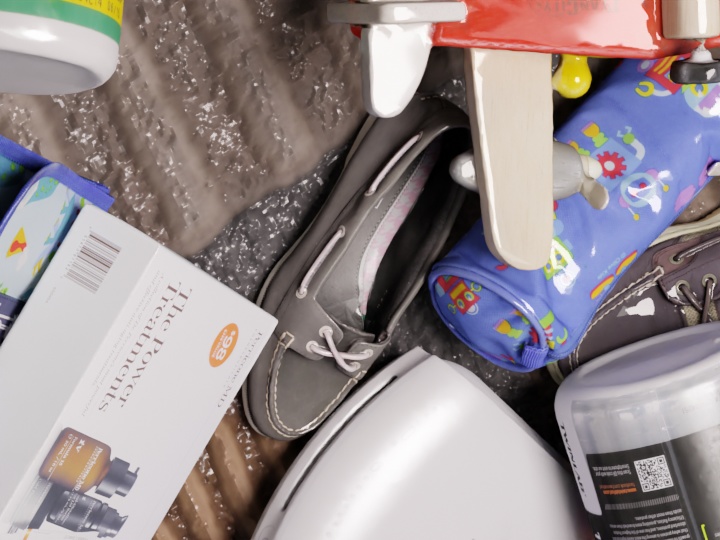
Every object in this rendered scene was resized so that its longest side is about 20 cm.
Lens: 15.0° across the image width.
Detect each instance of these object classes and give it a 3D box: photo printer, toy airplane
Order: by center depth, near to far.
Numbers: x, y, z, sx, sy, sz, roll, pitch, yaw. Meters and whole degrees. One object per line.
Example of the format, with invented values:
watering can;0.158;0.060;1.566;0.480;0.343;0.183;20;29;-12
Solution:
toy airplane;0.081;-0.130;1.354;0.199;0.141;0.200;42;94;-7
photo printer;0.041;0.149;1.461;0.166;0.069;0.200;-51;122;-8

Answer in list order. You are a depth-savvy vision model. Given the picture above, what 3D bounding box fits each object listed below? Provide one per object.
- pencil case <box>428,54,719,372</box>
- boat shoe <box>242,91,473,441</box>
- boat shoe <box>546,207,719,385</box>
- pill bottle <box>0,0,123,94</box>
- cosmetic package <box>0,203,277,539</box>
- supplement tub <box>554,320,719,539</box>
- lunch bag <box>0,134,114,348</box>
pencil case;0.125;-0.034;1.438;0.200;0.087;0.078;-46;164;-21
boat shoe;0.000;0.000;1.409;0.067;0.057;0.200;26;90;-33
boat shoe;0.194;0.011;1.514;0.200;0.065;0.072;-25;115;-21
pill bottle;-0.156;-0.186;1.218;0.113;0.113;0.200;8;81;-30
cosmetic package;-0.134;0.082;1.321;0.200;0.052;0.151;-60;157;-2
supplement tub;0.186;0.137;1.439;0.122;0.123;0.200;-21;99;-23
lunch bag;-0.223;0.000;1.255;0.200;0.127;0.170;29;89;-44
